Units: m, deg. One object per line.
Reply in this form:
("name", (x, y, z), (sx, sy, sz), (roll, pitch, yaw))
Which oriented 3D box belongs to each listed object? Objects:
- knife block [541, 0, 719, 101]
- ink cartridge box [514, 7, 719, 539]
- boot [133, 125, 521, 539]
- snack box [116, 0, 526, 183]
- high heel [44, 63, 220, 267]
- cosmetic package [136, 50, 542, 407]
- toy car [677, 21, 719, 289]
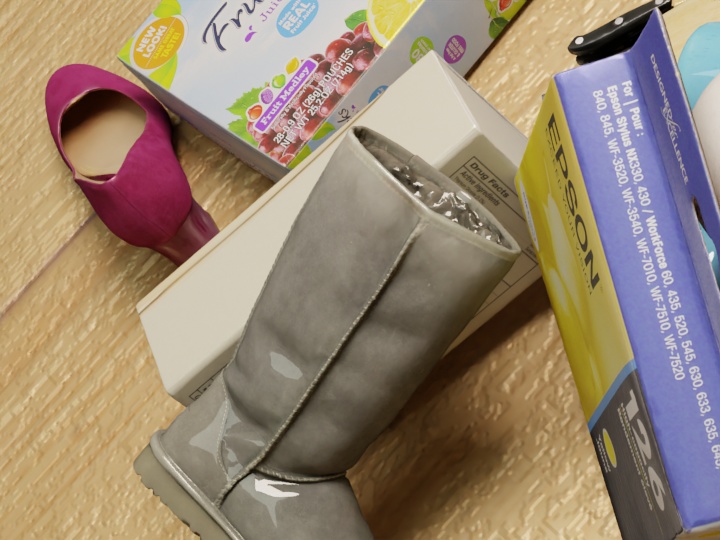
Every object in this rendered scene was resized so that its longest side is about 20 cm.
("knife block", (0.191, -0.087, 1.125), (0.200, 0.064, 0.176), (12, 69, 38))
("ink cartridge box", (0.117, 0.019, 0.978), (0.047, 0.200, 0.198), (-13, 75, -3))
("boot", (0.009, 0.062, 1.073), (0.182, 0.073, 0.200), (40, 101, 5))
("snack box", (-0.013, -0.147, 1.297), (0.200, 0.068, 0.169), (-49, 47, -6))
("high heel", (-0.145, -0.078, 1.319), (0.067, 0.096, 0.200), (-45, 47, 0))
("cosmetic package", (0.000, 0.000, 1.152), (0.200, 0.104, 0.073), (-40, 41, 12))
("toy car", (0.187, -0.026, 0.966), (0.184, 0.200, 0.177), (10, 97, 32))
